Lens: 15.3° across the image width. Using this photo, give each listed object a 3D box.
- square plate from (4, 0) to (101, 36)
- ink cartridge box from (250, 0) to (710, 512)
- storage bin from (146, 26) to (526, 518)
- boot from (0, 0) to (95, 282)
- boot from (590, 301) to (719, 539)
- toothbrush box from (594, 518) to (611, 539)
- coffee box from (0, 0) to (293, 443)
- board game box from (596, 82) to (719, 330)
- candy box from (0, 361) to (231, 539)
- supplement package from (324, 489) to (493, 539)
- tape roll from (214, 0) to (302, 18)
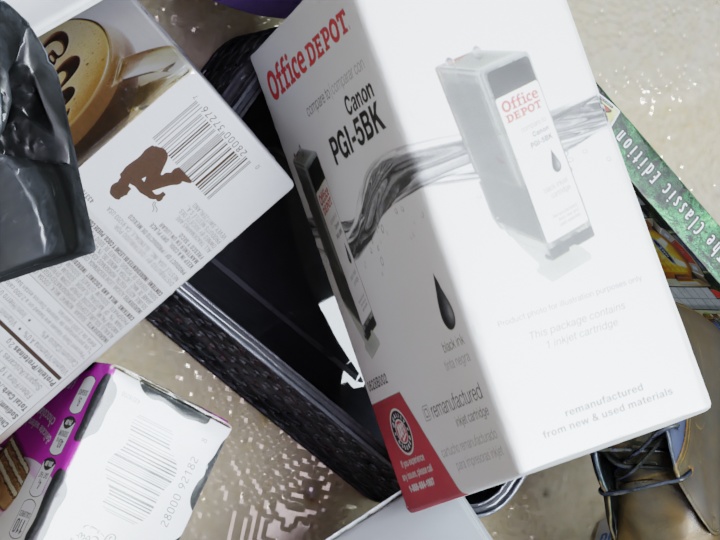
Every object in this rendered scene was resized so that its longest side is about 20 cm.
[{"bbox_3d":[-0.201,-0.157,1.011,0.198,0.028,0.200,-29,107,11],"label":"square plate"},{"bbox_3d":[0.040,-0.020,1.027,0.083,0.147,0.201,-18,84,-19],"label":"ink cartridge box"},{"bbox_3d":[0.000,0.000,1.156,0.200,0.094,0.135,40,75,-18],"label":"storage bin"},{"bbox_3d":[-0.206,-0.055,0.966,0.066,0.200,0.165,-39,110,-58],"label":"boot"},{"bbox_3d":[0.114,0.095,1.104,0.097,0.075,0.200,43,44,-37],"label":"boot"},{"bbox_3d":[0.150,0.201,1.162,0.086,0.146,0.200,30,64,-19],"label":"toothbrush box"},{"bbox_3d":[-0.141,-0.016,1.050,0.200,0.113,0.080,-41,131,1],"label":"coffee box"},{"bbox_3d":[0.128,-0.016,1.202,0.023,0.105,0.200,-46,105,-12],"label":"board game box"},{"bbox_3d":[-0.140,0.135,1.074,0.061,0.136,0.200,28,79,-22],"label":"candy box"},{"bbox_3d":[-0.001,0.207,1.076,0.200,0.156,0.111,-33,131,1],"label":"supplement package"},{"bbox_3d":[-0.023,-0.213,1.126,0.199,0.085,0.201,9,70,-27],"label":"tape roll"}]
